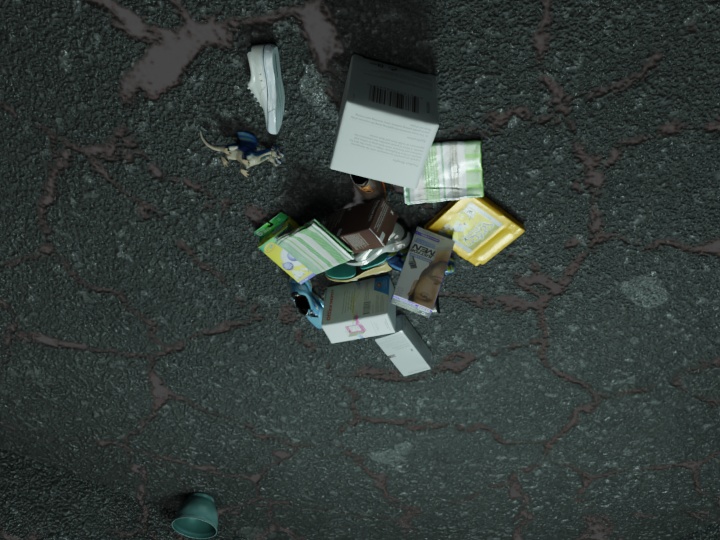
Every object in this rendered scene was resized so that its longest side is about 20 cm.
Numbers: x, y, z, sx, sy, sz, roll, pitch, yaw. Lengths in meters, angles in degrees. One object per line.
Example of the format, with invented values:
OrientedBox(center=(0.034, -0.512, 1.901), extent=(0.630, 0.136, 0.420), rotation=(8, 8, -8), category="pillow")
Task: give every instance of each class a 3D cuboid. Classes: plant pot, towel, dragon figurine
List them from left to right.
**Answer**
OrientedBox(center=(-0.705, 1.054, 2.928), extent=(0.195, 0.136, 0.203), rotation=(3, 136, 3), category="plant pot")
OrientedBox(center=(-0.279, -0.287, 1.601), extent=(0.196, 0.100, 0.060), rotation=(25, 138, 9), category="dragon figurine")
OrientedBox(center=(-0.116, -0.055, 1.712), extent=(0.152, 0.024, 0.198), rotation=(39, 149, -21), category="towel")
OrientedBox(center=(0.192, -0.231, 1.601), extent=(0.195, 0.031, 0.152), rotation=(-3, 123, 12), category="towel")

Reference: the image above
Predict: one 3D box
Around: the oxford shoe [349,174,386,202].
OrientedBox(center=(0.009, -0.212, 1.630), extent=(0.070, 0.074, 0.201), rotation=(-15, 131, 20), category="oxford shoe")

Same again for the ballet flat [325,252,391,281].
OrientedBox(center=(0.000, 0.000, 1.850), extent=(0.196, 0.070, 0.063), rotation=(-13, 146, 20), category="ballet flat")

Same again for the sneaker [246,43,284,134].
OrientedBox(center=(-0.210, -0.400, 1.484), extent=(0.069, 0.074, 0.204), rotation=(8, 127, 11), category="sneaker")

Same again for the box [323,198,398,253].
OrientedBox(center=(-0.010, -0.102, 1.679), extent=(0.197, 0.102, 0.075), rotation=(-10, 136, 43), category="box")

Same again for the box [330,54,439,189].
OrientedBox(center=(0.051, -0.315, 1.433), extent=(0.194, 0.203, 0.173), rotation=(12, 134, -6), category="box")

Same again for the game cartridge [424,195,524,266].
OrientedBox(center=(0.291, -0.107, 1.729), extent=(0.198, 0.033, 0.176), rotation=(31, 130, -20), category="game cartridge")

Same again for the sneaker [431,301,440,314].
OrientedBox(center=(0.158, 0.070, 1.809), extent=(0.102, 0.201, 0.061), rotation=(-10, 112, 9), category="sneaker")

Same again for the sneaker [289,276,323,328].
OrientedBox(center=(-0.157, 0.107, 1.953), extent=(0.077, 0.091, 0.202), rotation=(-15, 131, 20), category="sneaker")

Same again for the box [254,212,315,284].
OrientedBox(center=(-0.185, -0.060, 1.818), extent=(0.116, 0.049, 0.200), rotation=(-32, 122, 25), category="box")

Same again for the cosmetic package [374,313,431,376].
OrientedBox(center=(0.132, 0.230, 2.054), extent=(0.100, 0.075, 0.201), rotation=(-20, 128, 25), category="cosmetic package")

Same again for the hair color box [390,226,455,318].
OrientedBox(center=(0.158, 0.003, 1.705), extent=(0.107, 0.204, 0.065), rotation=(20, 159, 3), category="hair color box")

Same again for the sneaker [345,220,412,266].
OrientedBox(center=(0.035, -0.075, 1.773), extent=(0.197, 0.075, 0.080), rotation=(-24, 119, 20), category="sneaker")

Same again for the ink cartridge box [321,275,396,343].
OrientedBox(center=(-0.003, 0.109, 1.898), extent=(0.195, 0.147, 0.085), rotation=(-10, 135, 16), category="ink cartridge box")

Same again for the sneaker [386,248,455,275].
OrientedBox(center=(0.157, -0.009, 1.800), extent=(0.195, 0.072, 0.083), rotation=(6, 151, -23), category="sneaker")
